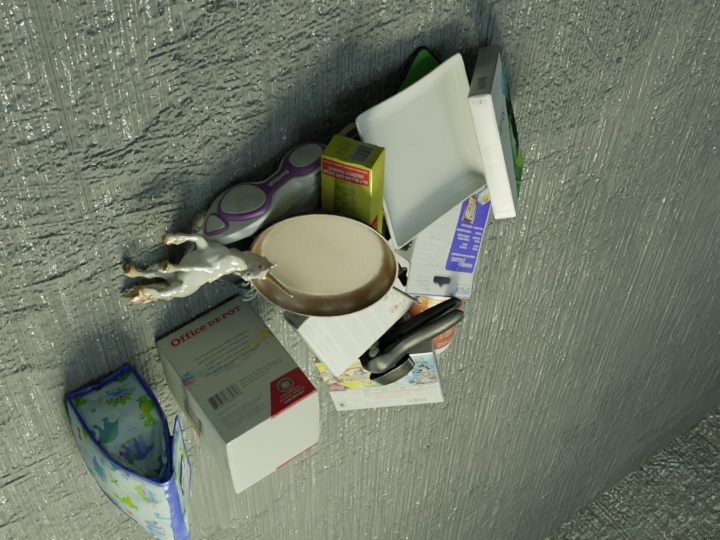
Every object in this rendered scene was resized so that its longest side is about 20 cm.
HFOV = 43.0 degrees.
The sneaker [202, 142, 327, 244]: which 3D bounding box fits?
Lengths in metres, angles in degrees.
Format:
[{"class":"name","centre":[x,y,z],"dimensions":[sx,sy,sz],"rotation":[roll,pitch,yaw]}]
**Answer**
[{"class":"sneaker","centre":[-0.111,-0.080,1.185],"dimensions":[0.199,0.075,0.100],"rotation":[-33,145,-17]}]

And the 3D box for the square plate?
[{"class":"square plate","centre":[0.086,-0.163,1.244],"dimensions":[0.199,0.028,0.200],"rotation":[-36,123,-26]}]

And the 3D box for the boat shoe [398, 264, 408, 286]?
[{"class":"boat shoe","centre":[0.047,0.003,1.456],"dimensions":[0.199,0.074,0.075],"rotation":[-35,143,-4]}]

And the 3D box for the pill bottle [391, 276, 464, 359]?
[{"class":"pill bottle","centre":[0.114,0.073,1.569],"dimensions":[0.111,0.112,0.202],"rotation":[-21,141,-31]}]

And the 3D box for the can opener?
[{"class":"can opener","centre":[0.080,0.103,1.437],"dimensions":[0.199,0.064,0.078],"rotation":[-39,133,20]}]

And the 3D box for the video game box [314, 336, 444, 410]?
[{"class":"video game box","centre":[0.036,0.176,1.567],"dimensions":[0.197,0.047,0.183],"rotation":[-6,147,8]}]

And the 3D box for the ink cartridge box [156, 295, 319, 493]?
[{"class":"ink cartridge box","centre":[-0.171,0.171,1.285],"dimensions":[0.144,0.200,0.146],"rotation":[-28,147,-22]}]

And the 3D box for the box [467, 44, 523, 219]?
[{"class":"box","centre":[0.196,-0.197,1.301],"dimensions":[0.145,0.036,0.202],"rotation":[-72,151,-48]}]

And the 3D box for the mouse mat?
[{"class":"mouse mat","centre":[0.083,-0.182,1.259],"dimensions":[0.161,0.007,0.202],"rotation":[37,79,-40]}]

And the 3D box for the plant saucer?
[{"class":"plant saucer","centre":[-0.049,-0.012,1.190],"dimensions":[0.197,0.032,0.202],"rotation":[1,138,1]}]

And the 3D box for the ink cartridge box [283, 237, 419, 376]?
[{"class":"ink cartridge box","centre":[-0.005,0.048,1.381],"dimensions":[0.200,0.047,0.160],"rotation":[-44,142,-8]}]

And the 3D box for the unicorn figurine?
[{"class":"unicorn figurine","centre":[-0.200,-0.001,1.135],"dimensions":[0.136,0.198,0.075],"rotation":[8,78,-46]}]

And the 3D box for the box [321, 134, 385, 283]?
[{"class":"box","centre":[-0.010,-0.077,1.200],"dimensions":[0.202,0.074,0.050],"rotation":[93,20,-44]}]

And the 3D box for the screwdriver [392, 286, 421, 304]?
[{"class":"screwdriver","centre":[0.000,0.000,1.303],"dimensions":[0.028,0.199,0.029],"rotation":[-55,176,-35]}]

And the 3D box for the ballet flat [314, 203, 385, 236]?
[{"class":"ballet flat","centre":[0.000,-0.057,1.345],"dimensions":[0.068,0.068,0.200],"rotation":[-53,149,2]}]

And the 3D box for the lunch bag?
[{"class":"lunch bag","centre":[-0.297,0.258,1.240],"dimensions":[0.126,0.200,0.171],"rotation":[-27,143,-24]}]

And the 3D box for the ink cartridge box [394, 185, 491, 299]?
[{"class":"ink cartridge box","centre":[0.127,-0.061,1.388],"dimensions":[0.197,0.043,0.203],"rotation":[7,97,-54]}]

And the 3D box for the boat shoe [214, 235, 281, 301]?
[{"class":"boat shoe","centre":[-0.138,0.000,1.257],"dimensions":[0.199,0.062,0.075],"rotation":[8,122,-51]}]

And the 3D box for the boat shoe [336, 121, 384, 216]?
[{"class":"boat shoe","centre":[0.021,-0.130,1.278],"dimensions":[0.072,0.072,0.201],"rotation":[-39,147,-7]}]
